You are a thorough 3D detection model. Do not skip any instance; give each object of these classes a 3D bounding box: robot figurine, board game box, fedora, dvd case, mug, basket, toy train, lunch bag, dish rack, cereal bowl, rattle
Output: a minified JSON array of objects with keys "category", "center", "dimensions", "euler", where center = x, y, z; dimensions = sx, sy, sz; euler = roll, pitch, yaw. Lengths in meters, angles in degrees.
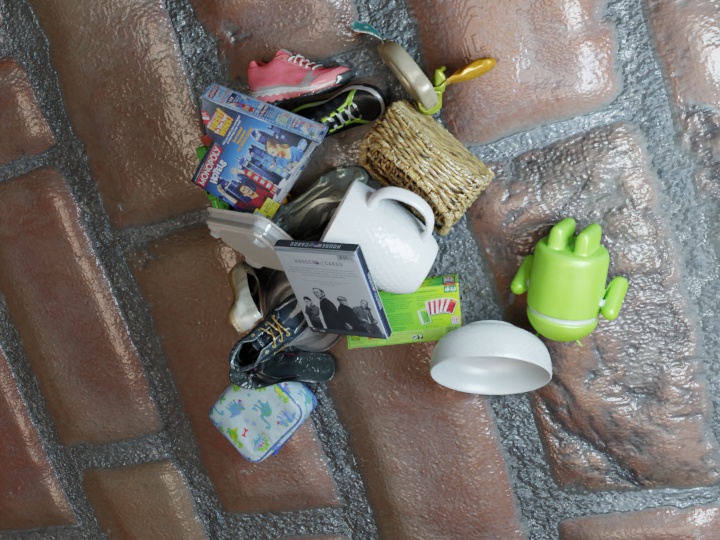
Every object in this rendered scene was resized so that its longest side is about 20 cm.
[{"category":"robot figurine","center":[0.324,0.022,1.370],"dimensions":[0.175,0.116,0.201],"euler":[15,114,26]},{"category":"board game box","center":[-0.189,-0.204,1.432],"dimensions":[0.199,0.062,0.200],"euler":[32,125,-9]},{"category":"fedora","center":[-0.115,0.077,1.607],"dimensions":[0.177,0.090,0.200],"euler":[41,120,6]},{"category":"board game box","center":[0.072,0.071,1.504],"dimensions":[0.199,0.048,0.102],"euler":[-6,109,4]},{"category":"dvd case","center":[-0.043,0.032,1.415],"dimensions":[0.150,0.025,0.201],"euler":[4,136,26]},{"category":"mug","center":[0.041,-0.058,1.411],"dimensions":[0.175,0.148,0.200],"euler":[29,137,-5]},{"category":"basket","center":[0.089,-0.154,1.395],"dimensions":[0.200,0.143,0.149],"euler":[44,114,4]},{"category":"toy train","center":[-0.261,-0.142,1.628],"dimensions":[0.056,0.042,0.201],"euler":[-2,107,36]},{"category":"lunch bag","center":[-0.192,0.273,1.719],"dimensions":[0.161,0.082,0.200],"euler":[45,119,5]},{"category":"dish rack","center":[-0.178,-0.043,1.534],"dimensions":[0.199,0.044,0.172],"euler":[13,159,49]},{"category":"cereal bowl","center":[0.215,0.137,1.444],"dimensions":[0.199,0.200,0.084],"euler":[-9,62,27]},{"category":"rattle","center":[0.090,-0.355,1.374],"dimensions":[0.143,0.130,0.200],"euler":[-44,60,20]}]

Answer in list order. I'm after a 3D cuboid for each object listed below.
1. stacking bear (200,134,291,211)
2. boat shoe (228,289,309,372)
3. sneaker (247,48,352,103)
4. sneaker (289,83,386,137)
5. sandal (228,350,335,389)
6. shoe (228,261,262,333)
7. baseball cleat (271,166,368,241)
[{"category":"stacking bear","center":[-0.189,-0.171,1.549],"dimensions":[0.113,0.122,0.201],"euler":[-19,107,27]},{"category":"boat shoe","center":[-0.148,0.108,1.528],"dimensions":[0.071,0.091,0.200],"euler":[47,118,4]},{"category":"sneaker","center":[-0.110,-0.334,1.470],"dimensions":[0.199,0.074,0.087],"euler":[-5,103,25]},{"category":"sneaker","center":[-0.047,-0.247,1.456],"dimensions":[0.199,0.083,0.072],"euler":[-11,130,33]},{"category":"sandal","center":[-0.146,0.178,1.628],"dimensions":[0.199,0.048,0.076],"euler":[-3,75,-9]},{"category":"shoe","center":[-0.203,0.041,1.590],"dimensions":[0.053,0.200,0.070],"euler":[-32,120,14]},{"category":"baseball cleat","center":[-0.067,-0.111,1.538],"dimensions":[0.199,0.106,0.070],"euler":[-27,61,6]}]
